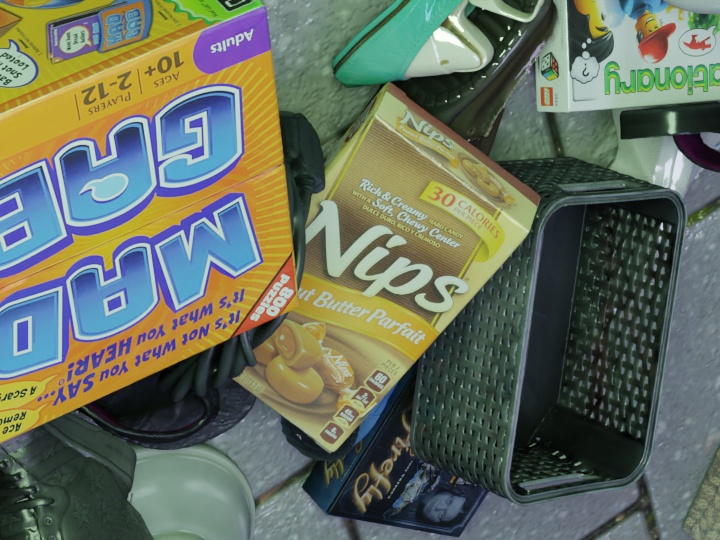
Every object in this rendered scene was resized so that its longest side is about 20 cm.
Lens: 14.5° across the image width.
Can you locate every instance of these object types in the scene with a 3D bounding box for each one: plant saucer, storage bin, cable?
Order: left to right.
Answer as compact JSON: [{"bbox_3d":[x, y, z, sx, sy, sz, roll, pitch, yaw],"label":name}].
[{"bbox_3d":[-0.145,0.201,1.819,0.200,0.050,0.200,-22,134,-24],"label":"plant saucer"},{"bbox_3d":[-0.078,-0.003,1.614,0.051,0.200,0.163,31,112,-19],"label":"cable"},{"bbox_3d":[0.118,0.036,1.802,0.135,0.094,0.200,-5,108,-41],"label":"storage bin"}]

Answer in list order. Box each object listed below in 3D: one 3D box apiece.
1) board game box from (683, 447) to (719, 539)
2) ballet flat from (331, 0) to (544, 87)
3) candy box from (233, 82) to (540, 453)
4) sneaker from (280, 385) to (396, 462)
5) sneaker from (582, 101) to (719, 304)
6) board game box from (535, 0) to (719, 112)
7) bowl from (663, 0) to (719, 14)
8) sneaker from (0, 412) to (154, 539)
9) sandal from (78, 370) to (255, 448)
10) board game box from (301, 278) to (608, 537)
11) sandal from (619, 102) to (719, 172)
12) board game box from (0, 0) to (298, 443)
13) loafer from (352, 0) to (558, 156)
[{"bbox_3d":[0.379,0.198,2.153,0.200,0.159,0.097,-1,123,-37],"label":"board game box"},{"bbox_3d":[0.062,-0.157,1.633,0.200,0.070,0.067,-47,173,29],"label":"ballet flat"},{"bbox_3d":[0.000,0.000,1.682,0.115,0.055,0.200,37,118,-8],"label":"candy box"},{"bbox_3d":[0.010,0.031,1.777,0.200,0.066,0.078,-62,176,39],"label":"sneaker"},{"bbox_3d":[0.202,-0.067,1.865,0.088,0.075,0.200,-20,133,-41],"label":"sneaker"},{"bbox_3d":[0.193,-0.167,1.756,0.200,0.035,0.126,-7,98,-35],"label":"board game box"},{"bbox_3d":[0.178,-0.234,1.644,0.090,0.201,0.201,-10,138,11],"label":"bowl"},{"bbox_3d":[-0.192,0.133,1.654,0.200,0.104,0.060,29,146,-33],"label":"sneaker"},{"bbox_3d":[-0.137,0.073,1.708,0.200,0.048,0.075,20,109,-45],"label":"sandal"},{"bbox_3d":[0.065,0.083,1.900,0.135,0.035,0.200,14,113,-45],"label":"board game box"},{"bbox_3d":[0.229,-0.082,1.773,0.200,0.075,0.048,-7,93,-48],"label":"sandal"},{"bbox_3d":[-0.173,-0.069,1.457,0.200,0.200,0.200,-24,135,-21],"label":"board game box"},{"bbox_3d":[0.054,-0.103,1.719,0.071,0.073,0.200,15,122,-49],"label":"loafer"}]
